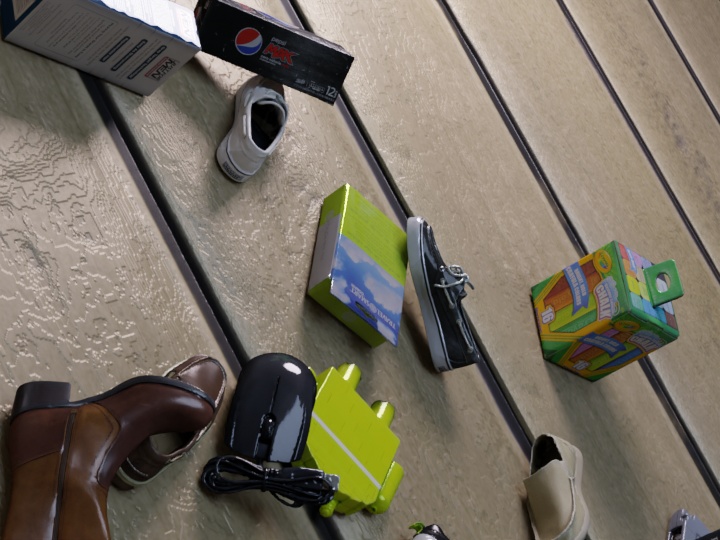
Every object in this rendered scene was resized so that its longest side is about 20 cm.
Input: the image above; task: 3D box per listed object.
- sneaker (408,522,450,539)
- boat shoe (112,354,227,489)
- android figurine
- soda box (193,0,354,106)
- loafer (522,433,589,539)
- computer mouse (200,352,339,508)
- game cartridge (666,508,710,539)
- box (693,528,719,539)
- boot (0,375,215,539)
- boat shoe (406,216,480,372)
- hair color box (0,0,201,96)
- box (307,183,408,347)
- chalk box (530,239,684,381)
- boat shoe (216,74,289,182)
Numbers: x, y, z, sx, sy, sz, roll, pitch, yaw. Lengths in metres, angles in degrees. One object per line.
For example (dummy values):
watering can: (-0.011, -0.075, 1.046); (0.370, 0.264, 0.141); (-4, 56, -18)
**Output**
sneaker: (0.128, 0.355, 1.688); (0.200, 0.072, 0.083); (46, 33, -16)
boat shoe: (-0.172, 0.141, 1.477); (0.075, 0.075, 0.202); (49, 34, -11)
android figurine: (-0.022, 0.190, 1.662); (0.182, 0.041, 0.200); (48, 34, -14)
soda box: (-0.112, -0.276, 1.852); (0.200, 0.071, 0.063); (20, 14, -24)
loafer: (0.240, 0.283, 1.898); (0.068, 0.076, 0.200); (41, 27, -20)
computer mouse: (-0.086, 0.150, 1.560); (0.138, 0.053, 0.200); (8, 41, -5)
game cartridge: (0.473, 0.443, 2.093); (0.133, 0.041, 0.200); (51, 33, -17)
box: (0.414, 0.435, 1.872); (0.107, 0.200, 0.149); (26, 43, -38)
boot: (-0.220, 0.189, 1.316); (0.188, 0.069, 0.200); (4, 51, -12)
boat shoe: (0.107, 0.025, 1.897); (0.074, 0.068, 0.200); (24, 53, -73)
hair color box: (-0.285, -0.271, 1.656); (0.200, 0.100, 0.061); (19, 47, -44)
box: (0.000, 0.000, 1.842); (0.122, 0.048, 0.200); (39, 36, -26)
chalk box: (0.362, 0.050, 2.128); (0.124, 0.200, 0.125); (25, 44, -39)
boat shoe: (-0.116, -0.185, 1.833); (0.074, 0.065, 0.200); (39, 37, -24)
